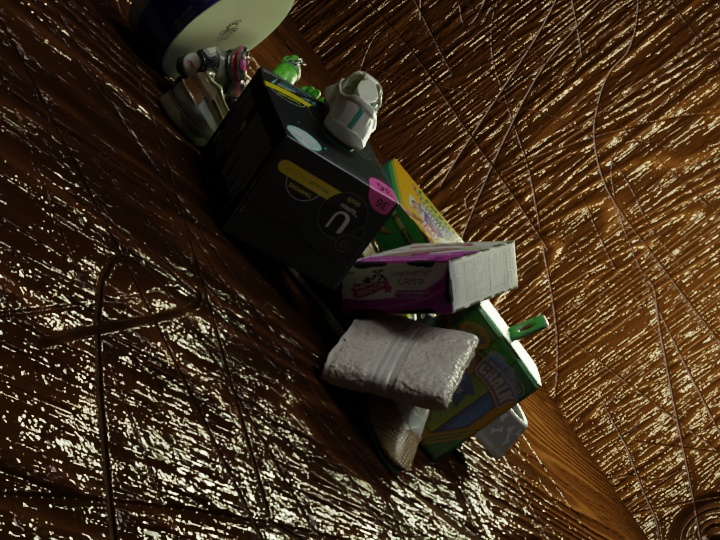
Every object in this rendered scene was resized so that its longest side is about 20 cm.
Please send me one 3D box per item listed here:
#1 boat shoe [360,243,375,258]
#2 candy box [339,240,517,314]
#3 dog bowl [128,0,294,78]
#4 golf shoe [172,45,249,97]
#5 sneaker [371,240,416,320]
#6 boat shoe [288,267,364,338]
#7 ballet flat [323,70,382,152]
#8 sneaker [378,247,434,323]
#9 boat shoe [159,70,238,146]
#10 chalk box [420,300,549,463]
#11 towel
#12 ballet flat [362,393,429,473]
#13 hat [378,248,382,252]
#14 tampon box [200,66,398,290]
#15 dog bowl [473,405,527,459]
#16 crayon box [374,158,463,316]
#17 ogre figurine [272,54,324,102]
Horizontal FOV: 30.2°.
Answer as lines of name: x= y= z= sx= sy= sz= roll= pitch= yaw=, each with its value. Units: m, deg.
boat shoe: x=-0.037 y=-0.060 z=1.619 sx=0.200 sy=0.062 sz=0.074 roll=42 pitch=-39 yaw=39
candy box: x=0.080 y=0.006 z=1.503 sx=0.200 sy=0.136 sz=0.061 roll=-14 pitch=102 yaw=-63
dog bowl: x=-0.181 y=-0.327 z=1.646 sx=0.079 sy=0.200 sz=0.200 roll=57 pitch=8 yaw=9
golf shoe: x=-0.186 y=-0.233 z=1.658 sx=0.200 sy=0.091 sz=0.073 roll=118 pitch=-26 yaw=-77
sneaker: x=0.000 y=0.000 z=1.658 sx=0.200 sy=0.075 sz=0.077 roll=48 pitch=-37 yaw=31
boat shoe: x=-0.033 y=0.006 z=1.543 sx=0.200 sy=0.066 sz=0.074 roll=54 pitch=8 yaw=7
ballet flat: x=-0.003 y=-0.184 z=1.468 sx=0.070 sy=0.069 sz=0.200 roll=51 pitch=13 yaw=-15
sneaker: x=0.040 y=0.038 z=1.888 sx=0.201 sy=0.080 sz=0.083 roll=60 pitch=-8 yaw=-21
boat shoe: x=-0.156 y=-0.168 z=1.577 sx=0.075 sy=0.068 sz=0.200 roll=57 pitch=9 yaw=27
chalk box: x=0.130 y=0.107 z=1.570 sx=0.124 sy=0.200 sz=0.124 roll=52 pitch=8 yaw=-5
towel: x=0.046 y=0.089 z=1.386 sx=0.132 sy=0.035 sz=0.200 roll=13 pitch=17 yaw=10
ballet flat: x=0.036 y=0.134 z=1.395 sx=0.071 sy=0.065 sz=0.200 roll=50 pitch=9 yaw=-28
hat: x=0.064 y=0.011 z=1.785 sx=0.200 sy=0.081 sz=0.201 roll=42 pitch=18 yaw=-17
tampon box: x=-0.070 y=-0.104 z=1.453 sx=0.149 sy=0.126 sz=0.200 roll=28 pitch=19 yaw=-27
dog bowl: x=0.148 y=0.149 z=1.755 sx=0.200 sy=0.059 sz=0.200 roll=53 pitch=6 yaw=-9
crayon box: x=0.073 y=-0.039 z=1.680 sx=0.200 sy=0.058 sz=0.119 roll=50 pitch=20 yaw=-3
ogre figurine: x=-0.101 y=-0.175 z=1.719 sx=0.098 sy=0.201 sz=0.120 roll=20 pitch=10 yaw=14
